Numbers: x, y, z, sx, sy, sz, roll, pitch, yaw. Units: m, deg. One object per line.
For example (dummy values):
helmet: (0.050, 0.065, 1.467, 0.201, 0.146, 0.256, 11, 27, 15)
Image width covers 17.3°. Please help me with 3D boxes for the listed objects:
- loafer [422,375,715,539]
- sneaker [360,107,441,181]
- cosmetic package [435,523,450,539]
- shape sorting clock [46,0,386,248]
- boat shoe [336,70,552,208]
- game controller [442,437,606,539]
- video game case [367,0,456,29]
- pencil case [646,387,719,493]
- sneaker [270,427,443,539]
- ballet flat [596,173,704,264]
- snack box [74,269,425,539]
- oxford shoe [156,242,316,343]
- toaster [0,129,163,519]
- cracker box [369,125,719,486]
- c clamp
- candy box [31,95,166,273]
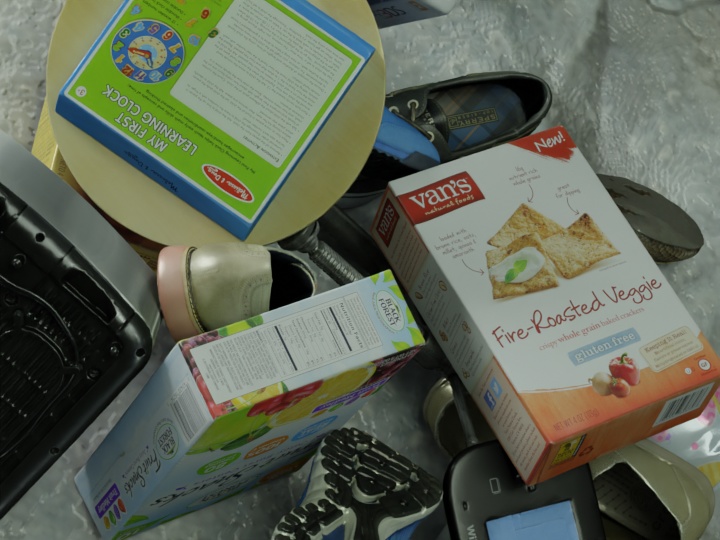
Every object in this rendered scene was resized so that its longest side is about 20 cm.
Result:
loafer: (0.133, 0.122, 1.485, 0.199, 0.076, 0.068, 23, 21, -2)
sneaker: (-0.030, -0.117, 1.453, 0.199, 0.066, 0.079, 24, 73, -19)
cosmetic package: (0.077, 0.253, 1.446, 0.151, 0.052, 0.200, 44, 58, -6)
shape sorting clock: (-0.084, -0.110, 1.377, 0.199, 0.039, 0.201, 0, 83, 0)
boat shoe: (0.038, -0.094, 1.550, 0.199, 0.057, 0.069, -18, 81, -32)
game controller: (0.108, 0.198, 1.415, 0.104, 0.042, 0.201, -10, 85, -38)
video game case: (-0.054, -0.206, 1.474, 0.199, 0.182, 0.023, 27, 83, -17)
pencil case: (0.168, 0.067, 1.542, 0.200, 0.083, 0.091, 44, 45, -8)
sneaker: (-0.017, 0.159, 1.349, 0.078, 0.089, 0.200, 33, 28, 8)
ballet flat: (0.145, -0.033, 1.596, 0.199, 0.046, 0.068, 9, 37, -31)
snack box: (-0.066, 0.080, 1.344, 0.142, 0.200, 0.053, -17, 73, -31)
oxford shoe: (-0.056, 0.027, 1.386, 0.073, 0.200, 0.071, -10, 79, 12)
toaster: (-0.218, 0.023, 1.299, 0.181, 0.119, 0.200, 42, 102, -8)
cracker box: (0.113, 0.017, 1.442, 0.133, 0.058, 0.200, -20, 63, -26)
c clamp: (0.000, 0.000, 1.445, 0.200, 0.027, 0.171, 43, 16, -28)
candy box: (-0.134, -0.099, 1.462, 0.116, 0.056, 0.201, 21, 65, -22)
